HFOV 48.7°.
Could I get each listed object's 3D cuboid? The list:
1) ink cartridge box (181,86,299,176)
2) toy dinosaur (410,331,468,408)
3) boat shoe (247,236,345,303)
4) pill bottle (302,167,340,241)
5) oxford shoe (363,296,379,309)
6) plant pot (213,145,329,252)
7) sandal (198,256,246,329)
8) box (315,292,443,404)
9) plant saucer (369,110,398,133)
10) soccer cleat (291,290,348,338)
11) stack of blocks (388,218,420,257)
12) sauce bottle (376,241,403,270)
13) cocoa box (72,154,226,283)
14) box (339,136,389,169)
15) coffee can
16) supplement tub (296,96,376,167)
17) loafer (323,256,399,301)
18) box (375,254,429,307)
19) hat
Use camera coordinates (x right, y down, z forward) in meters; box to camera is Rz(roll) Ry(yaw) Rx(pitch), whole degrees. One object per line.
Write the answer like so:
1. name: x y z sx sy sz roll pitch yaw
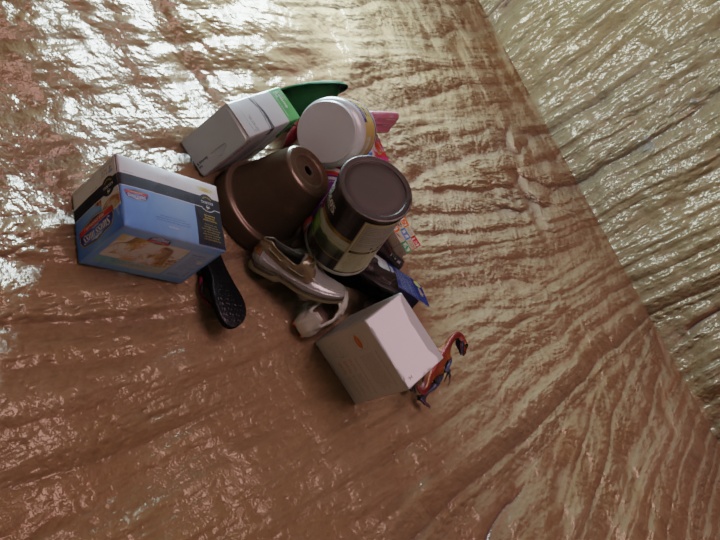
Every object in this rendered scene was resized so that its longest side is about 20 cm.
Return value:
1. ink cartridge box: -0.235 -0.277 1.577 0.084 0.146 0.200 56 32 -4
2. toy dinosaur: 0.180 0.209 1.743 0.105 0.200 0.182 42 79 -8
3. boat shoe: -0.113 0.001 1.524 0.199 0.069 0.075 23 19 -14
4. pill bottle: -0.072 -0.117 1.701 0.112 0.112 0.201 21 48 -44
5. oxford shoe: 0.040 0.093 1.743 0.071 0.072 0.200 18 15 15
6. plant pot: -0.158 -0.151 1.557 0.200 0.174 0.201 34 41 -35
7. sandal: -0.257 0.028 1.407 0.075 0.045 0.201 23 32 -50
8. box: 0.033 0.153 1.525 0.106 0.200 0.153 -35 94 -35
9. plant saucer: -0.006 -0.361 1.941 0.200 0.200 0.051 -14 108 -57
10. soccer cleat: -0.062 0.075 1.593 0.069 0.077 0.200 56 32 -5
11. stack of blocks: 0.053 -0.121 1.925 0.201 0.058 0.115 60 32 0
12. sauce bottle: 0.025 -0.076 1.845 0.200 0.066 0.066 44 35 -20
13. cocoa box: -0.339 -0.076 1.285 0.199 0.133 0.132 15 53 -48
14. box: -0.024 -0.263 1.900 0.200 0.095 0.100 -12 75 -56
15. coffee can: -0.007 -0.100 1.523 0.146 0.200 0.147 12 56 -18
16. supplement tub: -0.050 -0.293 1.684 0.146 0.145 0.200 57 14 -3
17. loafer: 0.000 0.000 1.663 0.200 0.073 0.072 32 51 -32
18. box: 0.064 0.016 1.793 0.200 0.032 0.121 33 17 -21
19. hat: -0.115 -0.329 1.832 0.199 0.166 0.177 -8 90 -11
